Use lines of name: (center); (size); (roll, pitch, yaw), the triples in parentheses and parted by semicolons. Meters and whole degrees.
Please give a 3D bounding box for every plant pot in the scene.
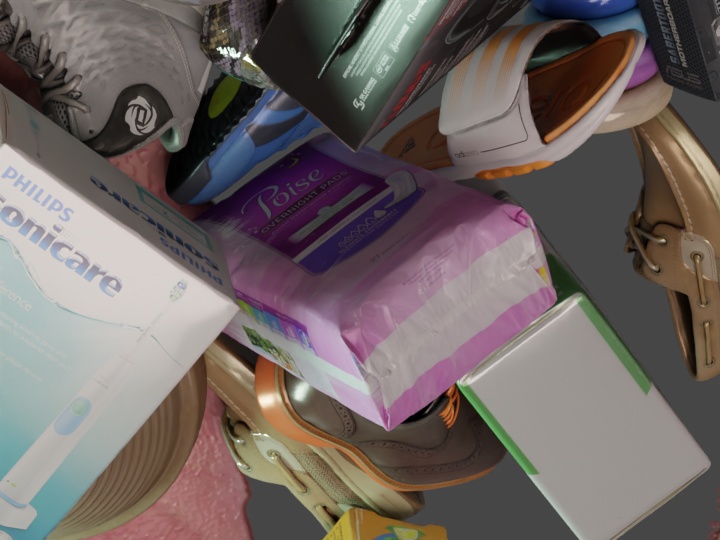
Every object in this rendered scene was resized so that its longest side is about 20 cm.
plant pot: (-0.189, 0.074, 1.387); (0.200, 0.093, 0.202); (4, 118, 7)

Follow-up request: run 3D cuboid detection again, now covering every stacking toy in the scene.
stacking toy: (0.118, -0.178, 1.376); (0.085, 0.085, 0.201); (-12, 117, -8)

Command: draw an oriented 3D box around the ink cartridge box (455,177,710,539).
ink cartridge box: (0.091, 0.036, 1.416); (0.084, 0.200, 0.146); (-37, 122, 4)

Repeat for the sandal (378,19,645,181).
sandal: (0.060, -0.088, 1.358); (0.059, 0.079, 0.206); (43, 144, -23)

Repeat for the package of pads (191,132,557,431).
package of pads: (0.000, 0.000, 1.332); (0.120, 0.200, 0.076); (-35, 119, -18)

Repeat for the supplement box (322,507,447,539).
supplement box: (-0.020, 0.222, 1.529); (0.066, 0.069, 0.200); (14, 135, -23)

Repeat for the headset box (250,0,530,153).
headset box: (0.042, -0.159, 1.246); (0.077, 0.200, 0.149); (41, 140, 6)

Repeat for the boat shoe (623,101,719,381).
boat shoe: (0.187, -0.015, 1.488); (0.064, 0.071, 0.201); (-27, 123, 0)

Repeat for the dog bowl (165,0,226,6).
dog bowl: (-0.072, -0.218, 1.236); (0.059, 0.200, 0.200); (25, 111, -41)

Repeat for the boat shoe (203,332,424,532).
boat shoe: (-0.046, 0.093, 1.479); (0.064, 0.071, 0.200); (-37, 121, 15)

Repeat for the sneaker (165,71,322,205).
sneaker: (-0.022, -0.100, 1.385); (0.078, 0.066, 0.200); (35, 104, -28)

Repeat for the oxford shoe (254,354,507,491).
oxford shoe: (0.031, 0.080, 1.437); (0.072, 0.072, 0.200); (-11, 162, 38)

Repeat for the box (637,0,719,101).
box: (0.226, -0.208, 1.364); (0.200, 0.051, 0.158); (-35, 124, -20)

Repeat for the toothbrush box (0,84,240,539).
toothbrush box: (-0.178, 0.036, 1.261); (0.146, 0.085, 0.200); (35, 104, -22)

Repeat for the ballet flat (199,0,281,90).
ballet flat: (-0.045, -0.194, 1.316); (0.072, 0.072, 0.201); (13, 88, -22)

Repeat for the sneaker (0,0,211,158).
sneaker: (-0.165, -0.110, 1.310); (0.199, 0.075, 0.116); (17, 79, -23)
